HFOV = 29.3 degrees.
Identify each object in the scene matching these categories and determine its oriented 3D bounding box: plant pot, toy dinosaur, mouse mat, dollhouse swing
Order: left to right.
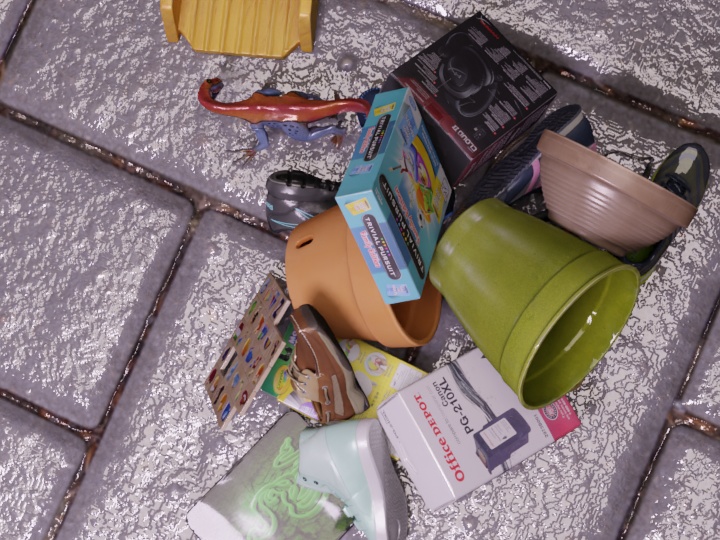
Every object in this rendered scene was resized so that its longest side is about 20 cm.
[{"bbox_3d":[-0.156,-0.385,1.741,0.197,0.176,0.185,6,83,4],"label":"dollhouse swing"},{"bbox_3d":[-0.108,-0.214,1.734,0.179,0.200,0.107,11,65,-25],"label":"toy dinosaur"},{"bbox_3d":[-0.101,0.299,1.722,0.200,0.008,0.161,-45,87,-2],"label":"mouse mat"},{"bbox_3d":[0.000,0.000,1.659,0.138,0.199,0.203,-10,81,24],"label":"plant pot"},{"bbox_3d":[0.187,0.020,1.593,0.201,0.200,0.193,-47,62,-3],"label":"plant pot"},{"bbox_3d":[0.282,-0.078,1.597,0.199,0.201,0.094,28,96,7],"label":"plant pot"}]

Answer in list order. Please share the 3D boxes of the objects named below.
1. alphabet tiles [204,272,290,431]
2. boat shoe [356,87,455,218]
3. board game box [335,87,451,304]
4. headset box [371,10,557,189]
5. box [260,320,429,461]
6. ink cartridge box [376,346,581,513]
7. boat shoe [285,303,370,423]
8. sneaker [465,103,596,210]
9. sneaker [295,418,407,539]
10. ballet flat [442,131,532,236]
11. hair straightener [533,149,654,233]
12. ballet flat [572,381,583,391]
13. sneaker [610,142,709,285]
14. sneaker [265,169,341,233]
[{"bbox_3d":[-0.133,0.099,1.660,0.007,0.200,0.168,29,96,-19],"label":"alphabet tiles"},{"bbox_3d":[0.064,-0.159,1.737,0.084,0.069,0.201,-35,72,-9],"label":"boat shoe"},{"bbox_3d":[0.042,-0.087,1.559,0.046,0.152,0.201,-10,36,24],"label":"board game box"},{"bbox_3d":[0.124,-0.207,1.701,0.149,0.077,0.199,46,58,8],"label":"headset box"},{"bbox_3d":[-0.016,0.144,1.725,0.198,0.048,0.119,26,85,5],"label":"box"},{"bbox_3d":[0.141,0.176,1.653,0.198,0.084,0.146,-26,81,-25],"label":"ink cartridge box"},{"bbox_3d":[-0.048,0.121,1.612,0.073,0.201,0.076,-29,48,-4],"label":"boat shoe"},{"bbox_3d":[0.218,-0.114,1.697,0.200,0.070,0.082,-41,115,-13],"label":"sneaker"},{"bbox_3d":[-0.014,0.275,1.691,0.117,0.074,0.203,-5,109,26],"label":"sneaker"},{"bbox_3d":[0.169,-0.097,1.744,0.067,0.046,0.201,40,84,-24],"label":"ballet flat"},{"bbox_3d":[0.280,-0.100,1.737,0.198,0.041,0.078,-31,82,0],"label":"hair straightener"},{"bbox_3d":[0.210,0.065,1.710,0.068,0.063,0.201,-35,82,0],"label":"ballet flat"},{"bbox_3d":[0.376,-0.070,1.705,0.073,0.081,0.202,28,85,7],"label":"sneaker"},{"bbox_3d":[-0.026,-0.075,1.753,0.197,0.076,0.080,9,112,-1],"label":"sneaker"}]
